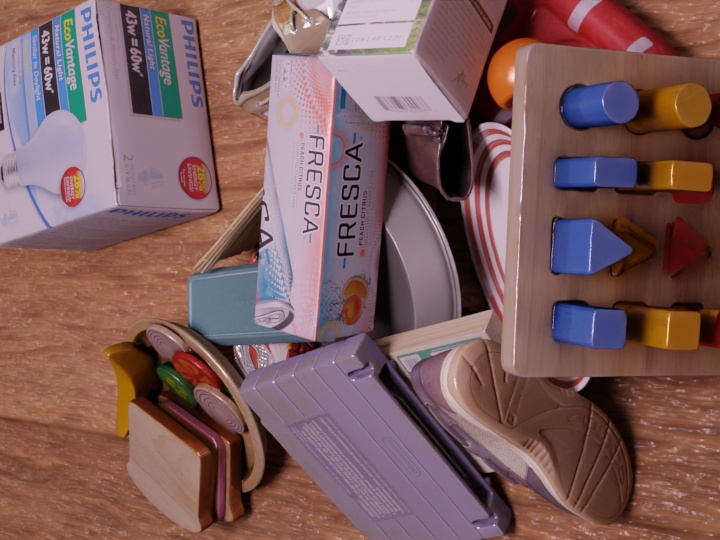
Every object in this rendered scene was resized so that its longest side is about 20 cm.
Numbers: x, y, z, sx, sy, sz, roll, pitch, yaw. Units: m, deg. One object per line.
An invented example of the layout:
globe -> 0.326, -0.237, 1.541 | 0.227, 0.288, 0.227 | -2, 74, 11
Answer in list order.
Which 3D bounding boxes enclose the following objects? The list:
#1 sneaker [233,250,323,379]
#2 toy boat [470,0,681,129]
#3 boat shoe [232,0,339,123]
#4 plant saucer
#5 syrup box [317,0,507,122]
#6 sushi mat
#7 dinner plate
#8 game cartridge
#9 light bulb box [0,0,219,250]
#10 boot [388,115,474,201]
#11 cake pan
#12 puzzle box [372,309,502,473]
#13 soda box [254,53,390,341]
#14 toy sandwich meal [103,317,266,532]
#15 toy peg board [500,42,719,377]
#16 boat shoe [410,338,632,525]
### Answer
sneaker -> -0.060, 0.083, 1.024 | 0.082, 0.078, 0.200 | -44, 56, 38
toy boat -> 0.136, -0.126, 0.815 | 0.200, 0.131, 0.131 | 49, 118, 29
boat shoe -> -0.034, -0.183, 0.895 | 0.200, 0.068, 0.075 | -56, 40, 39
plant saucer -> -0.088, 0.027, 0.988 | 0.200, 0.019, 0.070 | -6, 83, 49
syrup box -> 0.052, -0.205, 0.799 | 0.079, 0.081, 0.200 | 6, 66, 36
sushi mat -> -0.064, -0.071, 1.007 | 0.012, 0.096, 0.200 | 46, 120, 5
dinner plate -> 0.122, -0.010, 0.837 | 0.200, 0.024, 0.200 | 163, 90, -77
game cartridge -> 0.011, 0.139, 0.911 | 0.130, 0.038, 0.200 | -18, 120, 41
light bulb box -> -0.257, -0.133, 1.145 | 0.200, 0.125, 0.198 | -14, 81, 40
boot -> 0.048, -0.160, 0.887 | 0.166, 0.072, 0.200 | -142, 48, -68
cake pan -> 0.000, 0.000, 0.939 | 0.200, 0.037, 0.200 | 33, 134, 42
puzzle box -> 0.049, 0.105, 0.903 | 0.200, 0.025, 0.133 | -16, 120, 36
soda box -> -0.027, -0.054, 0.852 | 0.068, 0.064, 0.200 | 13, 102, 42
toy sandwich meal -> -0.165, 0.138, 1.066 | 0.205, 0.070, 0.205 | 29, 137, 31
toy peg board -> 0.198, -0.032, 0.706 | 0.098, 0.199, 0.200 | -174, 85, -69
boat shoe -> 0.113, 0.111, 0.815 | 0.065, 0.200, 0.072 | -1, 58, 52
